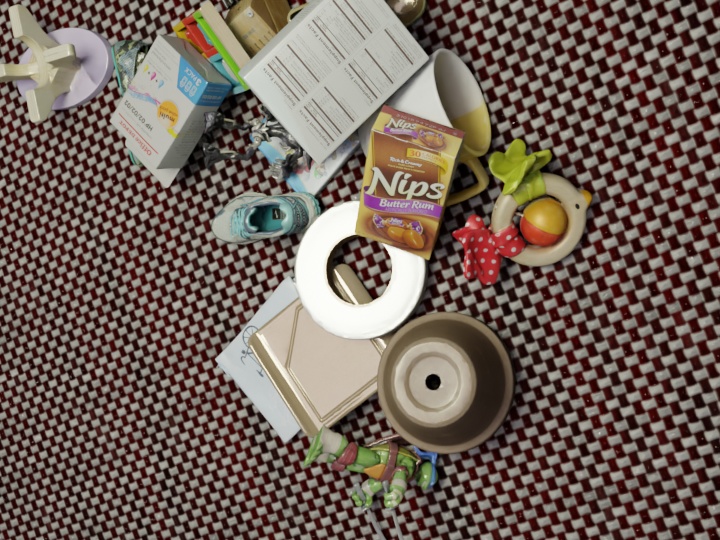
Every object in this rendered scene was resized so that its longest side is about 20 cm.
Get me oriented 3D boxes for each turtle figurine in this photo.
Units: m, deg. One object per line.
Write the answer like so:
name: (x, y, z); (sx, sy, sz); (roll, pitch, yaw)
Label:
turtle figurine: (0.007, 0.317, 1.371); (0.191, 0.144, 0.203); (23, 99, -4)

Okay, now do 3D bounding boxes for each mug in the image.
mug: (0.084, -0.185, 1.305); (0.151, 0.148, 0.190); (-21, 81, 31)

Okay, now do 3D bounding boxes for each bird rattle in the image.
bird rattle: (0.222, -0.065, 1.272); (0.160, 0.113, 0.203); (17, 104, -7)

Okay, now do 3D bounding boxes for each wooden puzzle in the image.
wooden puzzle: (-0.047, 0.121, 1.431); (0.199, 0.037, 0.186); (-37, 80, 10)

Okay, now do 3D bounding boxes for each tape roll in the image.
tape roll: (0.000, 0.000, 1.388); (0.198, 0.037, 0.207); (-1, 86, 11)

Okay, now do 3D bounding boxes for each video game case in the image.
video game case: (-0.062, -0.223, 1.428); (0.143, 0.018, 0.200); (48, 111, 11)

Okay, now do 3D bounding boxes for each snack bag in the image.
snack bag: (-0.110, 0.144, 1.485); (0.189, 0.021, 0.200); (47, 108, 11)

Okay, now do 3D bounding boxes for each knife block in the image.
knife block: (-0.140, -0.384, 1.421); (0.063, 0.177, 0.200); (-29, 123, 30)

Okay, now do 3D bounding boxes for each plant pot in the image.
plant pot: (0.110, 0.152, 1.285); (0.196, 0.175, 0.205); (-1, 84, 10)

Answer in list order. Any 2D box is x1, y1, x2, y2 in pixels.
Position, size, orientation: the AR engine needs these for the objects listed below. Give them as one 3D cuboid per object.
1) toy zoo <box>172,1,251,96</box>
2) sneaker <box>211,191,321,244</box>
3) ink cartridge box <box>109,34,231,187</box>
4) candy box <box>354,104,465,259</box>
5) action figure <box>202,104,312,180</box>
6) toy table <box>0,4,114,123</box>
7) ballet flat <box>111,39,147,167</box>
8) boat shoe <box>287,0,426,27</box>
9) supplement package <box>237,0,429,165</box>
toy zoo: (-0.218, -0.321, 1.409); (0.020, 0.199, 0.132); (-41, 110, -16)
sneaker: (-0.161, -0.082, 1.442); (0.197, 0.086, 0.079); (-9, 94, 33)
ink cartridge box: (-0.295, -0.234, 1.424); (0.115, 0.068, 0.201); (43, 113, 15)
candy box: (0.062, -0.114, 1.269); (0.115, 0.057, 0.202); (19, 139, 8)
action figure: (-0.131, -0.199, 1.401); (0.196, 0.102, 0.122); (-3, 86, -3)
toy table: (-0.517, -0.333, 1.561); (0.197, 0.117, 0.187); (-23, 87, 23)
ballet flat: (-0.351, -0.271, 1.525); (0.073, 0.074, 0.204); (-8, 96, 24)
boat shoe: (-0.005, -0.371, 1.354); (0.197, 0.063, 0.075); (-4, 92, 14)
supplement package: (-0.041, -0.272, 1.265); (0.200, 0.152, 0.151); (-43, 107, 2)
